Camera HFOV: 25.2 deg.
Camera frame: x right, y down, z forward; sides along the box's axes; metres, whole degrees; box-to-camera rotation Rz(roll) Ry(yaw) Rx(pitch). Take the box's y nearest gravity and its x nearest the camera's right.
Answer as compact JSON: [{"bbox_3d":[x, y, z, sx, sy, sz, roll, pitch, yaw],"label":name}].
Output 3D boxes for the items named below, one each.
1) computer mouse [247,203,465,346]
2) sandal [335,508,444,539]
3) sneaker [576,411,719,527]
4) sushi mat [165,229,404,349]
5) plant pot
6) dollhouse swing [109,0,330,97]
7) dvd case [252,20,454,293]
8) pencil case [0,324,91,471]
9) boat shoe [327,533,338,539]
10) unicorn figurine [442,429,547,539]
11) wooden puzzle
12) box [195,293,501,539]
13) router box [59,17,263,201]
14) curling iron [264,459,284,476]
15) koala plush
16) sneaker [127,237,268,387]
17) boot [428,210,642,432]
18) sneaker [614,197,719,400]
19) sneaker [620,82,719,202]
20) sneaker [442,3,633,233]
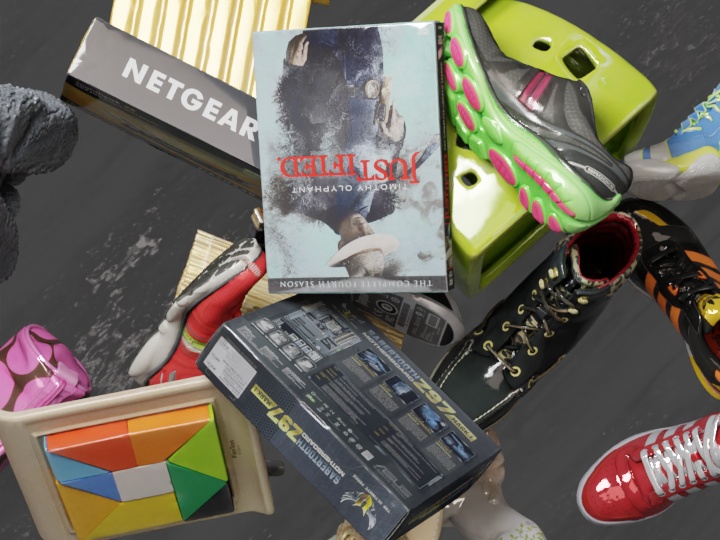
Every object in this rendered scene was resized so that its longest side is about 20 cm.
[{"bbox_3d":[0.000,0.000,1.315,0.200,0.110,0.044,26,63,5],"label":"computer mouse"},{"bbox_3d":[0.008,0.236,1.249,0.078,0.070,0.212,27,87,0],"label":"sandal"},{"bbox_3d":[0.276,0.155,1.320,0.200,0.112,0.071,-23,84,-4],"label":"sneaker"},{"bbox_3d":[-0.063,0.044,1.371,0.200,0.012,0.096,21,83,0],"label":"sushi mat"},{"bbox_3d":[0.101,-0.117,1.308,0.199,0.200,0.181,-42,79,-6],"label":"plant pot"},{"bbox_3d":[-0.125,-0.244,1.334,0.200,0.182,0.176,11,73,-1],"label":"dollhouse swing"},{"bbox_3d":[-0.006,-0.082,1.201,0.146,0.022,0.200,0,99,17],"label":"dvd case"},{"bbox_3d":[-0.311,0.135,1.312,0.200,0.094,0.091,-44,105,-5],"label":"pencil case"},{"bbox_3d":[-0.054,0.282,1.317,0.202,0.072,0.060,-39,86,1],"label":"boat shoe"},{"bbox_3d":[0.093,0.203,1.323,0.137,0.074,0.200,-40,68,-14],"label":"unicorn figurine"},{"bbox_3d":[-0.176,0.160,1.279,0.200,0.185,0.037,-7,49,-1],"label":"wooden puzzle"},{"bbox_3d":[-0.006,0.104,1.224,0.200,0.158,0.051,44,120,14],"label":"box"},{"bbox_3d":[-0.140,-0.125,1.298,0.200,0.157,0.052,26,83,-10],"label":"router box"},{"bbox_3d":[-0.159,0.158,1.326,0.200,0.050,0.026,10,58,-18],"label":"curling iron"},{"bbox_3d":[-0.367,-0.109,1.310,0.200,0.184,0.177,24,83,13],"label":"koala plush"},{"bbox_3d":[-0.112,0.048,1.297,0.085,0.200,0.077,40,46,1],"label":"sneaker"},{"bbox_3d":[0.136,0.042,1.285,0.073,0.154,0.204,45,65,10],"label":"boot"},{"bbox_3d":[0.282,0.019,1.347,0.070,0.090,0.200,-32,86,-5],"label":"sneaker"},{"bbox_3d":[0.303,-0.120,1.375,0.200,0.076,0.105,-6,73,-18],"label":"sneaker"},{"bbox_3d":[0.124,-0.115,1.179,0.084,0.077,0.200,-26,71,-24],"label":"sneaker"}]
